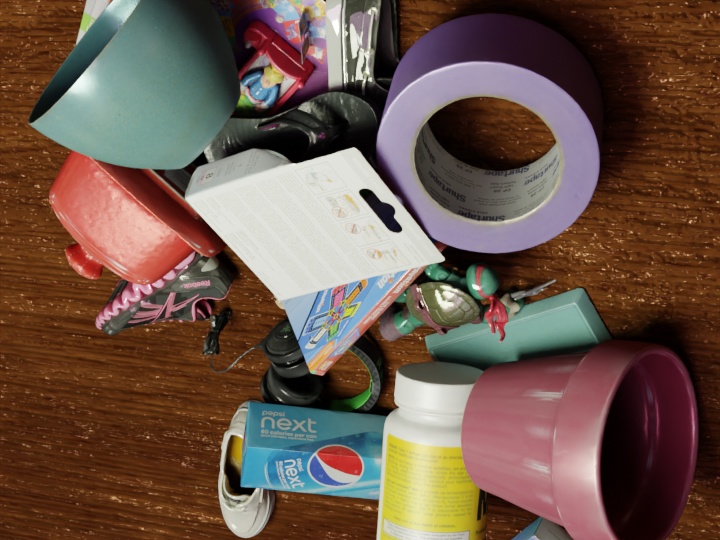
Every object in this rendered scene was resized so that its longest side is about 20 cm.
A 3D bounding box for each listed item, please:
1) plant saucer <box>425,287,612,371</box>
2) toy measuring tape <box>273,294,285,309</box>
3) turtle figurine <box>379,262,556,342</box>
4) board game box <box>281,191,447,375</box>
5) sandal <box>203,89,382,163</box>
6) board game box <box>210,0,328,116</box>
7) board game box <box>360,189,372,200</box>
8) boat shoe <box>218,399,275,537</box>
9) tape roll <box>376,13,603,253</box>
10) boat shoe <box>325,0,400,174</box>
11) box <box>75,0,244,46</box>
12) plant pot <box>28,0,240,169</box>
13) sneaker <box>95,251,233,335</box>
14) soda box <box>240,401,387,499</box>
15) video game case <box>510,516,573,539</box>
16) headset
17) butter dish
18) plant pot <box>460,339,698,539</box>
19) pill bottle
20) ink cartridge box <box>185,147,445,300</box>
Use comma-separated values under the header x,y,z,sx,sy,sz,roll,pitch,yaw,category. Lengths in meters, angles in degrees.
x,y,z,sx,sy,sz,roll,pitch,yaw,category
0.155,0.074,1.673,0.199,0.019,0.070,-19,111,38,plant saucer
-0.065,-0.041,1.654,0.073,0.074,0.201,10,131,22,toy measuring tape
0.080,0.012,1.615,0.199,0.101,0.150,-17,117,40,turtle figurine
0.000,0.000,1.617,0.019,0.104,0.200,15,129,-41,board game box
-0.068,-0.117,1.546,0.199,0.048,0.076,-8,106,33,sandal
-0.095,-0.181,1.572,0.156,0.039,0.202,4,127,18,board game box
-0.045,-0.083,1.669,0.200,0.023,0.105,39,130,0,board game box
-0.138,0.244,1.919,0.070,0.070,0.201,22,130,13,boat shoe
0.116,-0.120,1.480,0.198,0.085,0.201,6,129,7,tape roll
0.010,-0.171,1.544,0.063,0.071,0.202,9,124,25,boat shoe
-0.190,-0.252,1.618,0.155,0.041,0.201,30,133,6,box
-0.188,-0.170,1.512,0.134,0.201,0.200,39,133,-18,plant pot
-0.212,0.032,1.818,0.095,0.079,0.199,41,134,-18,sneaker
-0.026,0.195,1.773,0.198,0.068,0.065,6,130,-7,soda box
0.209,0.382,1.841,0.181,0.046,0.200,40,132,-3,video game case
-0.071,0.093,1.790,0.198,0.094,0.124,9,132,4,headset
-0.237,-0.055,1.658,0.199,0.200,0.148,41,103,-3,butter dish
0.203,0.161,1.598,0.178,0.200,0.202,5,125,39,plant pot
0.076,0.201,1.682,0.113,0.114,0.202,8,102,24,pill bottle
-0.039,-0.053,1.546,0.199,0.057,0.163,-17,132,30,ink cartridge box
